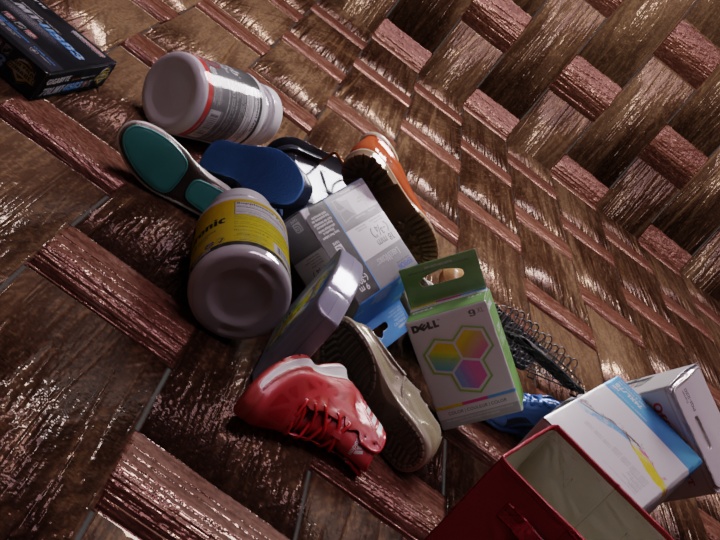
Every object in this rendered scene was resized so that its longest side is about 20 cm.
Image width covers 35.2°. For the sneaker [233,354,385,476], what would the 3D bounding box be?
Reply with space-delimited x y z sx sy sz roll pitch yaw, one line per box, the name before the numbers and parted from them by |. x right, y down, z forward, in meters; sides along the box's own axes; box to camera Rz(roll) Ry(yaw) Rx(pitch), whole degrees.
sneaker | -0.035 0.149 1.136 0.116 0.078 0.200 45 21 21

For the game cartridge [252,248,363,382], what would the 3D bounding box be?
game cartridge | -0.052 0.047 1.247 0.040 0.133 0.200 42 18 -8

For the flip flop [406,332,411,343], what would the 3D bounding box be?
flip flop | 0.113 0.080 1.592 0.081 0.058 0.200 36 19 -8

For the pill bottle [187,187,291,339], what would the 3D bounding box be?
pill bottle | -0.135 -0.017 1.274 0.111 0.111 0.200 32 20 -19

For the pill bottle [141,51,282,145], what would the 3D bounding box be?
pill bottle | -0.208 -0.239 1.634 0.116 0.116 0.200 48 20 24

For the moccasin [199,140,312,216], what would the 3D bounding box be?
moccasin | -0.123 -0.121 1.456 0.200 0.080 0.068 31 -8 44

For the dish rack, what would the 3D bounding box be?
dish rack | 0.224 0.098 1.534 0.153 0.055 0.200 39 -7 -22

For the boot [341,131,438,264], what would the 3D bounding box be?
boot | 0.049 -0.094 1.524 0.200 0.075 0.107 59 21 -23

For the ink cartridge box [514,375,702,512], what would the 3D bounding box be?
ink cartridge box | 0.265 0.241 1.316 0.146 0.147 0.200 48 32 20

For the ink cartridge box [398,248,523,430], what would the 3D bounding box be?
ink cartridge box | 0.121 0.085 1.388 0.059 0.104 0.200 -54 126 -72

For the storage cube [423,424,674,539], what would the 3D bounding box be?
storage cube | 0.162 0.276 1.054 0.171 0.180 0.200 45 19 17

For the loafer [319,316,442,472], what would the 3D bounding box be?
loafer | 0.023 0.139 1.280 0.068 0.076 0.200 9 44 -58

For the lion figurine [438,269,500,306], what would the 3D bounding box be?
lion figurine | 0.158 0.046 1.720 0.122 0.072 0.200 37 10 -42

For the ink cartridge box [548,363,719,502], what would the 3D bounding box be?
ink cartridge box | 0.356 0.216 1.437 0.085 0.200 0.146 -27 93 -44

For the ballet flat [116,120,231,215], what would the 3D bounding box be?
ballet flat | -0.225 -0.117 1.421 0.200 0.069 0.069 37 18 -25

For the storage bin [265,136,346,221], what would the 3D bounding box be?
storage bin | -0.050 -0.075 1.544 0.200 0.146 0.134 23 35 -39

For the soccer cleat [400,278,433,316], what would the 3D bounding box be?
soccer cleat | 0.069 0.030 1.546 0.069 0.078 0.200 -20 34 -16

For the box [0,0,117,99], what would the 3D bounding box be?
box | -0.440 -0.307 1.467 0.200 0.050 0.199 40 20 1

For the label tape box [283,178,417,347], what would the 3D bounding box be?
label tape box | 0.000 0.000 1.410 0.200 0.063 0.144 57 39 0

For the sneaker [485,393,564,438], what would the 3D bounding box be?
sneaker | 0.229 0.187 1.537 0.200 0.078 0.066 29 23 -24
